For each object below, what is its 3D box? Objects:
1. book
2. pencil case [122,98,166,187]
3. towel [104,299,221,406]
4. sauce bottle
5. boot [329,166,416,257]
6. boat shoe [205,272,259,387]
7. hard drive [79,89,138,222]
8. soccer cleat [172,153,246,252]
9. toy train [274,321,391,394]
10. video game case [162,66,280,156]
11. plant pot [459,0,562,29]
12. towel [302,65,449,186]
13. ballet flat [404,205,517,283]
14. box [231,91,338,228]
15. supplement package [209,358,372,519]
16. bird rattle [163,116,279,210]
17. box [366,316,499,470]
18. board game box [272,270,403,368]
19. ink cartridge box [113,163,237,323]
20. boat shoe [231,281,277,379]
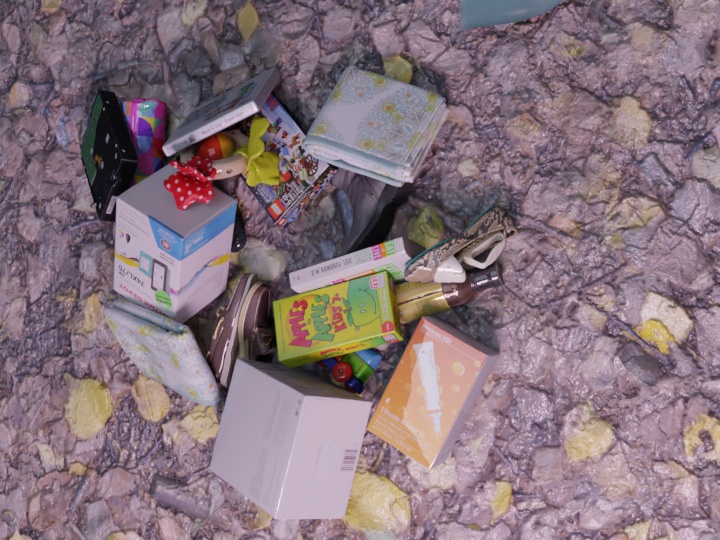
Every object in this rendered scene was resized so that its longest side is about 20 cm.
[{"bbox_3d":[0.000,0.000,1.591,0.197,0.133,0.049,-18,72,19],"label":"book"},{"bbox_3d":[-0.392,-0.207,1.771,0.087,0.088,0.205,1,87,19],"label":"pencil case"},{"bbox_3d":[-0.336,0.140,1.680,0.197,0.173,0.048,17,54,33],"label":"towel"},{"bbox_3d":[0.132,0.034,1.581,0.196,0.065,0.066,-17,82,18],"label":"sauce bottle"},{"bbox_3d":[-0.004,-0.115,1.645,0.131,0.070,0.202,36,95,25],"label":"boot"},{"bbox_3d":[-0.225,0.097,1.704,0.058,0.072,0.204,18,99,16],"label":"boat shoe"},{"bbox_3d":[-0.448,-0.204,1.750,0.141,0.037,0.202,-60,42,33],"label":"hard drive"},{"bbox_3d":[-0.268,-0.117,1.723,0.067,0.081,0.202,-36,77,14],"label":"soccer cleat"},{"bbox_3d":[-0.044,0.102,1.641,0.199,0.085,0.116,39,84,26],"label":"toy train"},{"bbox_3d":[-0.231,-0.271,1.665,0.179,0.201,0.024,-23,112,17],"label":"video game case"},{"bbox_3d":[0.234,-0.474,1.506,0.157,0.200,0.205,1,88,8],"label":"plant pot"},{"bbox_3d":[0.027,-0.234,1.599,0.197,0.048,0.173,21,64,18],"label":"towel"},{"bbox_3d":[0.163,-0.027,1.535,0.198,0.068,0.076,-33,61,-14],"label":"ballet flat"},{"bbox_3d":[-0.142,-0.191,1.683,0.137,0.038,0.201,-45,62,12],"label":"box"},{"bbox_3d":[-0.113,0.266,1.575,0.198,0.145,0.195,19,95,49],"label":"supplement package"},{"bbox_3d":[-0.234,-0.176,1.628,0.197,0.114,0.163,-25,35,-13],"label":"bird rattle"},{"bbox_3d":[0.116,0.191,1.561,0.123,0.097,0.203,28,97,19],"label":"box"},{"bbox_3d":[-0.037,0.079,1.569,0.196,0.048,0.104,-15,66,14],"label":"board game box"},{"bbox_3d":[-0.313,-0.041,1.659,0.145,0.146,0.203,30,132,18],"label":"ink cartridge box"},{"bbox_3d":[-0.168,0.122,1.676,0.071,0.072,0.204,14,100,21],"label":"boat shoe"}]
